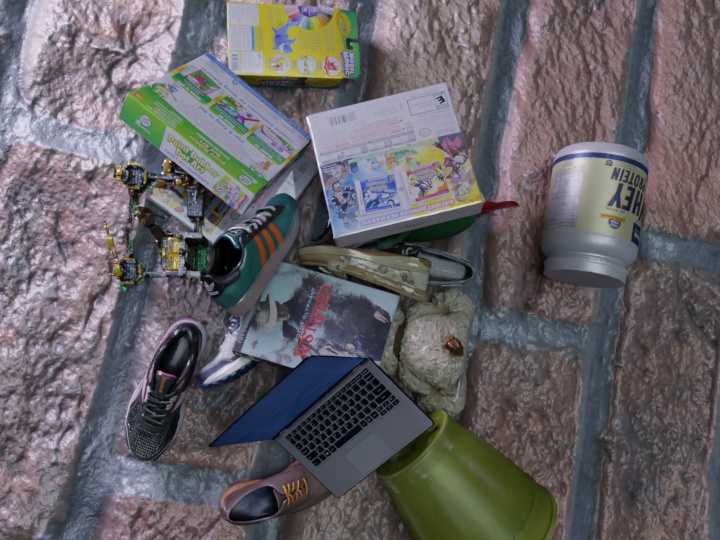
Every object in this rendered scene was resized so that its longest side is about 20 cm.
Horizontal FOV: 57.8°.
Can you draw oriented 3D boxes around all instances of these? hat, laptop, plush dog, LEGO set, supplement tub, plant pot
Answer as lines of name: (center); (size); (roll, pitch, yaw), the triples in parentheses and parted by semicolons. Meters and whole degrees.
hat: (0.151, -0.064, 0.975); (0.176, 0.166, 0.200); (37, 91, -16)
laptop: (-0.043, 0.205, 0.821); (0.200, 0.116, 0.187); (45, 110, -7)
plush dog: (0.069, 0.111, 0.952); (0.171, 0.160, 0.201); (5, 80, 15)
LEGO set: (-0.269, -0.064, 0.880); (0.153, 0.116, 0.201); (11, 86, -8)
supplement tub: (0.363, -0.084, 1.021); (0.144, 0.145, 0.201); (13, 81, -10)
plant pot: (0.129, 0.305, 0.896); (0.200, 0.200, 0.193); (-43, 96, -13)

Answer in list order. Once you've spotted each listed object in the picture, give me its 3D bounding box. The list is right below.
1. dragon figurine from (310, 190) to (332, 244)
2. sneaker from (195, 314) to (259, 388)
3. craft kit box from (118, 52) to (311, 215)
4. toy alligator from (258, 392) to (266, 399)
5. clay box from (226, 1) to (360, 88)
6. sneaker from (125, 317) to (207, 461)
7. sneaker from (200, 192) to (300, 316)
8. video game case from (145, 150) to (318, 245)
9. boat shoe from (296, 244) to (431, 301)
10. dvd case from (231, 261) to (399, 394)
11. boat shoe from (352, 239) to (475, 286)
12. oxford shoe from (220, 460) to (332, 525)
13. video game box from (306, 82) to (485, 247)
dragon figurine: (-0.024, -0.121, 0.986); (0.200, 0.059, 0.100); (-38, 90, -18)
sneaker: (-0.161, 0.089, 0.937); (0.200, 0.077, 0.085); (-39, 83, -20)
craft kit box: (-0.186, -0.193, 0.888); (0.200, 0.049, 0.198); (39, 35, -5)
toy alligator: (-0.049, 0.196, 0.953); (0.199, 0.059, 0.054); (17, 40, -10)
clay box: (-0.103, -0.343, 1.001); (0.199, 0.048, 0.116); (-1, 84, -13)
sneaker: (-0.272, 0.159, 0.891); (0.080, 0.086, 0.201); (15, 82, -8)
sneaker: (-0.148, -0.041, 0.893); (0.080, 0.071, 0.201); (49, 50, -37)
video game case: (-0.185, -0.135, 0.974); (0.182, 0.023, 0.201); (36, 79, -6)
boat shoe: (0.000, 0.000, 0.937); (0.199, 0.073, 0.063); (8, 92, 16)
dvd case: (-0.059, 0.075, 0.900); (0.199, 0.022, 0.147); (16, 67, 5)
boat shoe: (0.078, -0.014, 0.988); (0.198, 0.071, 0.073); (4, 84, -6)
oxford shoe: (-0.096, 0.313, 0.917); (0.199, 0.073, 0.072); (-19, 87, -14)
video game box: (0.044, -0.141, 0.867); (0.199, 0.047, 0.183); (-13, 70, 0)
